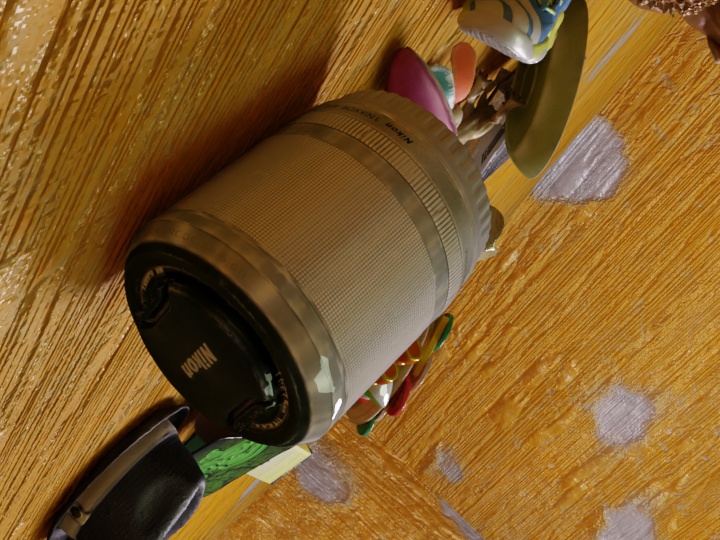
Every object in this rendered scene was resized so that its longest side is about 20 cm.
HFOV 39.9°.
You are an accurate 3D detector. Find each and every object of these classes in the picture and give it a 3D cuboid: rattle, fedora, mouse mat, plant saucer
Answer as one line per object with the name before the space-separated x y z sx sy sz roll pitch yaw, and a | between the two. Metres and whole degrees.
rattle | 0.075 -0.085 0.910 0.200 0.143 0.130 -45 156 28
fedora | -0.221 0.233 1.007 0.201 0.092 0.201 -47 173 -8
mouse mat | -0.176 0.234 1.156 0.200 0.008 0.161 -35 155 28
plant saucer | 0.194 -0.200 1.069 0.200 0.031 0.200 -167 -90 -85

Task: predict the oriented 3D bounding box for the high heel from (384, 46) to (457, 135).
high heel | 0.021 -0.097 0.796 0.096 0.067 0.200 -32 160 -8

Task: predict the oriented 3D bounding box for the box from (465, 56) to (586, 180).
box | 0.199 -0.200 1.317 0.158 0.048 0.200 -43 171 -36

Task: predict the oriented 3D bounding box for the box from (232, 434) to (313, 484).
box | -0.125 0.222 1.265 0.075 0.050 0.200 -35 158 0

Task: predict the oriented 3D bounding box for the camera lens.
camera lens | -0.032 -0.003 0.616 0.200 0.160 0.160 -42 171 -35

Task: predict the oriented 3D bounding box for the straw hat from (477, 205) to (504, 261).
straw hat | 0.133 -0.051 1.240 0.201 0.085 0.202 -168 -90 -83

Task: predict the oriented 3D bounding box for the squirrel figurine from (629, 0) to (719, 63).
squirrel figurine | 0.309 -0.286 0.969 0.142 0.187 0.200 -51 171 29

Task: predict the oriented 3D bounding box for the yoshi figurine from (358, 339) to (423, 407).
yoshi figurine | -0.024 0.102 1.194 0.200 0.112 0.112 -27 -136 48

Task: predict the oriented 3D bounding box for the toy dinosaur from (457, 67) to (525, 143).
toy dinosaur | 0.123 -0.160 1.069 0.101 0.058 0.200 -52 171 37

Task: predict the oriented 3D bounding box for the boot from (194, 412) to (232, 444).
boot | -0.096 0.099 1.110 0.200 0.074 0.155 -39 -175 30

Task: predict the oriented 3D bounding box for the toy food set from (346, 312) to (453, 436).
toy food set | 0.041 0.118 1.276 0.200 0.049 0.198 -60 -168 -4

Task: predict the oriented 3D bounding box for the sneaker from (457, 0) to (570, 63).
sneaker | 0.137 -0.230 0.800 0.105 0.076 0.200 -63 174 20

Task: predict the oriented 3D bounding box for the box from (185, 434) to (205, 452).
box | -0.193 0.232 1.323 0.200 0.049 0.082 -45 172 -18
